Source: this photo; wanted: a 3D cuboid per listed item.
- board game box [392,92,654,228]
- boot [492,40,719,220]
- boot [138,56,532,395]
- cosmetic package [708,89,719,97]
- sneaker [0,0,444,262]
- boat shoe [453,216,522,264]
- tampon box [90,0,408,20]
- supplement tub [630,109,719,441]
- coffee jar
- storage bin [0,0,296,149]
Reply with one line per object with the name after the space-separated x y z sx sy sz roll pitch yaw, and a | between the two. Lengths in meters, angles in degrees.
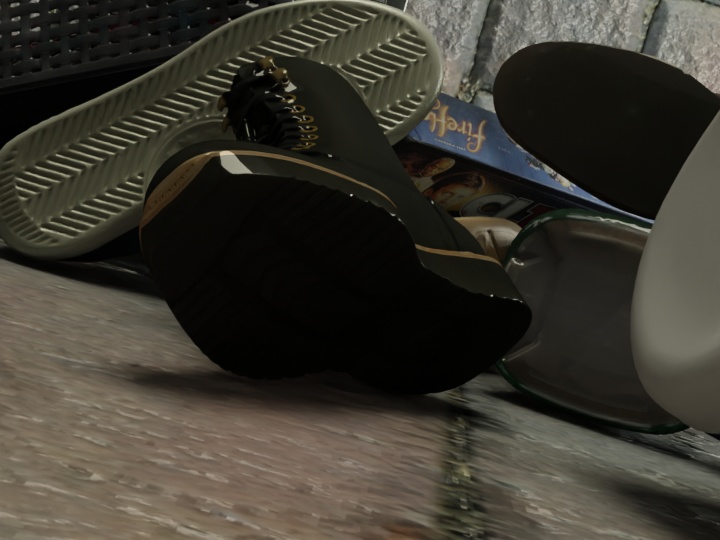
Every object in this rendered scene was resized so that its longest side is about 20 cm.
0.039 -0.026 0.882 0.200 0.035 0.135 15 -36 -43 | board game box
0.152 -0.044 0.832 0.200 0.074 0.075 21 -13 2 | boot
-0.033 -0.034 0.627 0.138 0.077 0.200 58 13 28 | boot
0.162 -0.034 1.117 0.103 0.087 0.200 17 -25 10 | cosmetic package
-0.062 -0.059 0.775 0.200 0.075 0.085 -19 -4 -4 | sneaker
0.000 0.000 0.781 0.065 0.072 0.200 -5 -5 38 | boat shoe
-0.081 -0.117 1.075 0.150 0.200 0.126 14 5 -33 | tampon box
0.204 0.021 0.575 0.200 0.144 0.144 28 1 -15 | supplement tub
0.133 0.023 0.811 0.104 0.085 0.200 18 5 21 | coffee jar
-0.118 -0.107 0.861 0.200 0.094 0.135 -10 -19 10 | storage bin
